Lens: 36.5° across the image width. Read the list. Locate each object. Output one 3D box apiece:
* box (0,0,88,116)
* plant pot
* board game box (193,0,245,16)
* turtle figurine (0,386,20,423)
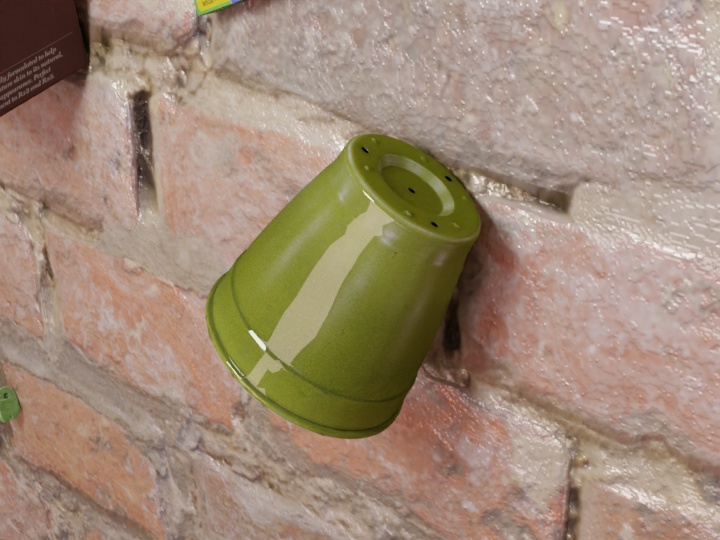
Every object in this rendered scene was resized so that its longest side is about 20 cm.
[{"bbox_3d":[-0.427,-0.288,1.162,0.199,0.165,0.166,33,145,28],"label":"box"},{"bbox_3d":[0.000,0.000,0.914,0.201,0.199,0.194,46,122,17],"label":"plant pot"},{"bbox_3d":[-0.093,-0.313,0.954,0.198,0.029,0.137,-6,104,45],"label":"board game box"},{"bbox_3d":[-0.598,0.244,1.622,0.192,0.202,0.144,-21,129,42],"label":"turtle figurine"}]
